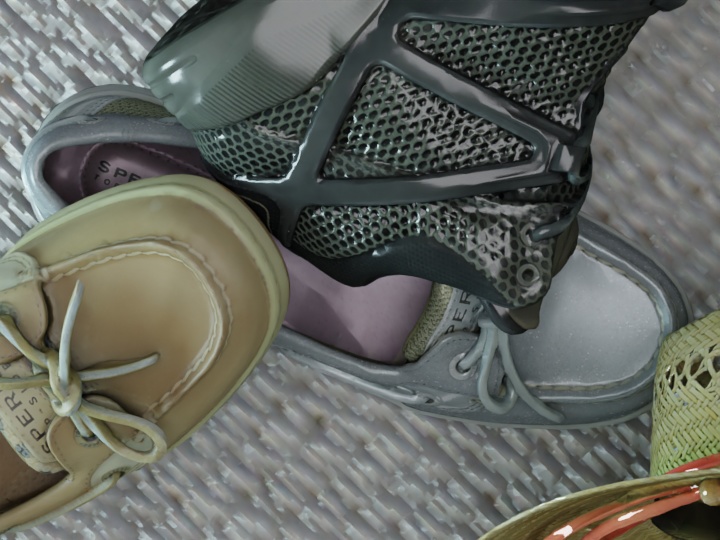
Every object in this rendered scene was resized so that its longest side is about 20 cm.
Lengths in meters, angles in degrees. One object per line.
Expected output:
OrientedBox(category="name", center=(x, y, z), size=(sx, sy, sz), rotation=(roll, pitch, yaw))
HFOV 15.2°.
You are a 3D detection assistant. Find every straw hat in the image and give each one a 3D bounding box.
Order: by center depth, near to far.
OrientedBox(category="straw hat", center=(0.126, 0.048, 0.748), size=(0.201, 0.201, 0.085), rotation=(1, 65, -1))

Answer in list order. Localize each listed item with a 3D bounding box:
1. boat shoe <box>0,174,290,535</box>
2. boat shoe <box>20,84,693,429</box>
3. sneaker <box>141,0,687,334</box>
OrientedBox(category="boat shoe", center=(-0.103, 0.043, 0.738), size=(0.200, 0.063, 0.073), rotation=(-35, 96, 30))
OrientedBox(category="boat shoe", center=(0.000, -0.002, 0.773), size=(0.202, 0.065, 0.075), rotation=(21, 95, -4))
OrientedBox(category="sneaker", center=(0.054, -0.060, 0.700), size=(0.199, 0.076, 0.114), rotation=(-30, 106, 13))
